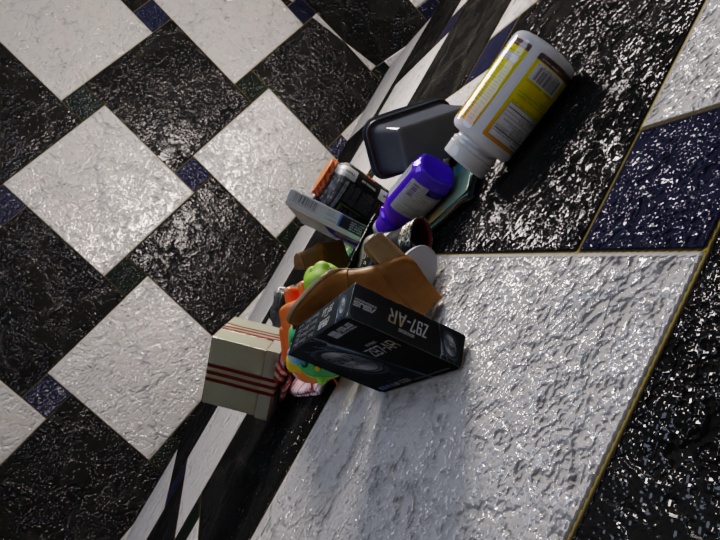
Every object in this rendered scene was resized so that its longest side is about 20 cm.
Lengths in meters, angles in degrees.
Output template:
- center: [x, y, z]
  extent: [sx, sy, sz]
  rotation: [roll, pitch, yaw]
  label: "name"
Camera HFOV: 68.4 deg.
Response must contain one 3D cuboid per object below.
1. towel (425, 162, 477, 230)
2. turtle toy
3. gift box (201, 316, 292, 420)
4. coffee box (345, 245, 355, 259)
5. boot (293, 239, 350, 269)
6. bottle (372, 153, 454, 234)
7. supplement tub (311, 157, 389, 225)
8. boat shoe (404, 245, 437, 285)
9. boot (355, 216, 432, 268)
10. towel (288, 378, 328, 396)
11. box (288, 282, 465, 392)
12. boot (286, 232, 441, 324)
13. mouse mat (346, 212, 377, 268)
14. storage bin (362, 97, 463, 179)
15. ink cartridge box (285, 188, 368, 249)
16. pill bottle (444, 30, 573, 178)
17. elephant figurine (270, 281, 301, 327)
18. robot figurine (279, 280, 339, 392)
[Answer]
- center: [0.158, -0.137, 0.978]
  extent: [0.200, 0.022, 0.148]
  rotation: [-43, 19, 54]
  label: "towel"
- center: [-0.062, 0.087, 0.886]
  extent: [0.101, 0.143, 0.204]
  rotation: [52, -143, -70]
  label: "turtle toy"
- center: [-0.241, 0.211, 1.219]
  extent: [0.185, 0.184, 0.203]
  rotation: [-70, -6, -73]
  label: "gift box"
- center: [-0.036, -0.003, 1.328]
  extent: [0.123, 0.044, 0.202]
  rotation: [-44, 20, 49]
  label: "coffee box"
- center: [-0.075, 0.039, 1.177]
  extent: [0.070, 0.143, 0.205]
  rotation: [9, 107, 45]
  label: "boot"
- center: [0.089, -0.127, 0.987]
  extent: [0.200, 0.083, 0.066]
  rotation: [-47, 24, 48]
  label: "bottle"
- center: [-0.012, -0.175, 1.282]
  extent: [0.123, 0.198, 0.123]
  rotation: [-52, 15, 20]
  label: "supplement tub"
- center: [0.056, 0.052, 0.839]
  extent: [0.202, 0.068, 0.057]
  rotation: [-63, 14, -8]
  label: "boat shoe"
- center: [0.050, 0.008, 0.941]
  extent: [0.153, 0.073, 0.207]
  rotation: [-22, 48, 51]
  label: "boot"
- center: [-0.091, 0.196, 1.130]
  extent: [0.200, 0.030, 0.148]
  rotation: [-30, 32, 63]
  label: "towel"
- center: [0.013, 0.096, 0.685]
  extent: [0.200, 0.158, 0.044]
  rotation: [-36, 33, 56]
  label: "box"
- center: [0.006, 0.056, 0.765]
  extent: [0.200, 0.145, 0.071]
  rotation: [-39, -12, -3]
  label: "boot"
- center: [0.000, 0.000, 1.071]
  extent: [0.162, 0.007, 0.201]
  rotation: [90, -161, -46]
  label: "mouse mat"
- center: [0.124, -0.247, 1.032]
  extent: [0.197, 0.148, 0.134]
  rotation: [-20, 19, -13]
  label: "storage bin"
- center: [-0.061, -0.103, 1.195]
  extent: [0.044, 0.196, 0.200]
  rotation: [-63, -5, -5]
  label: "ink cartridge box"
- center: [0.218, -0.245, 0.805]
  extent: [0.201, 0.108, 0.110]
  rotation: [-53, 14, 19]
  label: "pill bottle"
- center: [-0.175, 0.084, 1.524]
  extent: [0.200, 0.152, 0.144]
  rotation: [-64, -33, -66]
  label: "elephant figurine"
- center: [-0.087, 0.122, 0.999]
  extent: [0.117, 0.141, 0.203]
  rotation: [98, 160, -78]
  label: "robot figurine"
